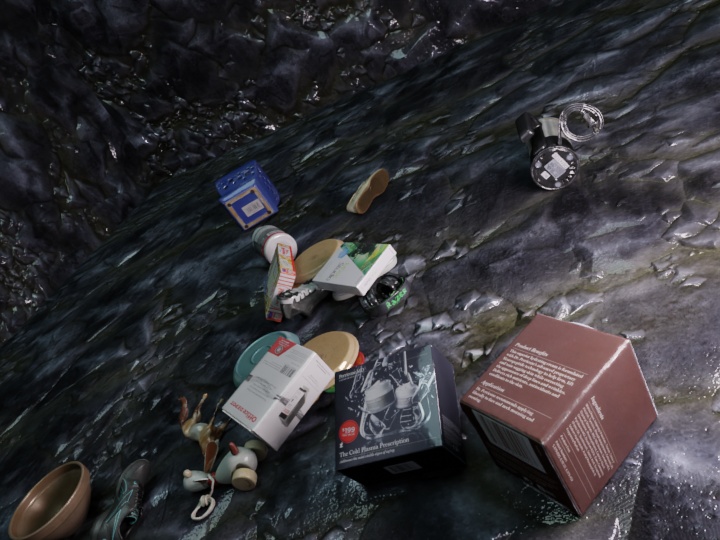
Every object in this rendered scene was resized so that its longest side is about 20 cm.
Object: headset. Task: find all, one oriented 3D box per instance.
[{"bbox_3d":[0.042,0.050,1.466,0.123,0.094,0.200,-40,12,-16],"label":"headset"}]

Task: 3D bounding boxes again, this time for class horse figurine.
[{"bbox_3d":[-0.368,0.358,1.426,0.199,0.050,0.133,7,63,39],"label":"horse figurine"}]

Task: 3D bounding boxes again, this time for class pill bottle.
[{"bbox_3d":[-0.293,-0.088,2.021,0.111,0.111,0.200,-38,28,-12],"label":"pill bottle"}]

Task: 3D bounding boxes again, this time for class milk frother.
[{"bbox_3d":[0.504,-0.337,1.521,0.199,0.181,0.188,-23,29,24],"label":"milk frother"}]

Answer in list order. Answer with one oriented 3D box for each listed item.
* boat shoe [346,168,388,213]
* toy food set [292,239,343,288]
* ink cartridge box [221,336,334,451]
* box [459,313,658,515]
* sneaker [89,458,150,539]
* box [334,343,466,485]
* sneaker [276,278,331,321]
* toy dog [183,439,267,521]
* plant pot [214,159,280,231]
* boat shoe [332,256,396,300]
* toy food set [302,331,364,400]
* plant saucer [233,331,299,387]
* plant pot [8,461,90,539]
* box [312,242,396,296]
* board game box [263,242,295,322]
[{"bbox_3d":[0.023,-0.266,2.032,0.065,0.072,0.200,3,49,47],"label":"boat shoe"},{"bbox_3d":[-0.124,-0.020,1.784,0.197,0.049,0.200,-18,29,30],"label":"toy food set"},{"bbox_3d":[-0.173,0.254,1.278,0.147,0.083,0.200,14,59,51],"label":"ink cartridge box"},{"bbox_3d":[0.288,0.201,0.888,0.200,0.165,0.166,-42,28,-18],"label":"box"},{"bbox_3d":[-0.501,0.509,1.328,0.079,0.076,0.200,-3,44,22],"label":"sneaker"},{"bbox_3d":[0.063,0.251,1.050,0.199,0.104,0.183,-20,49,22],"label":"box"},{"bbox_3d":[-0.138,0.079,1.636,0.200,0.091,0.066,-21,25,-41],"label":"sneaker"},{"bbox_3d":[-0.289,0.399,1.239,0.199,0.097,0.132,-31,27,2],"label":"toy dog"},{"bbox_3d":[-0.443,-0.287,2.419,0.199,0.200,0.180,-29,34,6],"label":"plant pot"},{"bbox_3d":[0.001,0.000,1.615,0.200,0.072,0.070,-35,27,-5],"label":"boat shoe"},{"bbox_3d":[-0.084,0.215,1.379,0.197,0.049,0.200,-26,28,11],"label":"toy food set"},{"bbox_3d":[-0.247,0.223,1.560,0.199,0.027,0.200,-25,29,15],"label":"plant saucer"},{"bbox_3d":[-0.698,0.555,1.415,0.200,0.093,0.201,-25,29,15],"label":"plant pot"},{"bbox_3d":[-0.019,-0.008,1.536,0.200,0.036,0.145,7,52,52],"label":"box"},{"bbox_3d":[-0.234,0.031,1.744,0.200,0.046,0.152,-110,38,-62],"label":"board game box"}]
